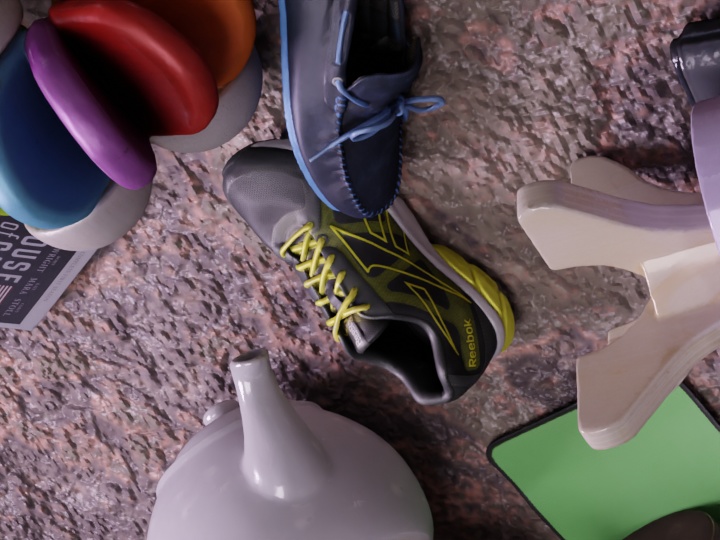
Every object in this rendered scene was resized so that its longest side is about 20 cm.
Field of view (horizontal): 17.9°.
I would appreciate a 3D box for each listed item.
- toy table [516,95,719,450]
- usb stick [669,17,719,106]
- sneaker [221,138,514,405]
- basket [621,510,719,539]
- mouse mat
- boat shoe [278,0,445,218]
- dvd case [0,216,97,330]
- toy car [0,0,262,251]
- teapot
[{"bbox_3d":[0.167,0.000,1.198,0.117,0.184,0.200,-15,128,20],"label":"toy table"},{"bbox_3d":[0.253,-0.113,1.146,0.199,0.033,0.056,-7,122,31],"label":"usb stick"},{"bbox_3d":[0.000,0.000,1.333,0.200,0.085,0.075,35,133,-3],"label":"sneaker"},{"bbox_3d":[0.224,0.257,1.393,0.180,0.136,0.200,-34,104,22],"label":"basket"},{"bbox_3d":[0.190,0.153,1.416,0.161,0.008,0.200,-29,110,41],"label":"mouse mat"},{"bbox_3d":[-0.002,-0.110,1.243,0.068,0.084,0.200,14,135,32],"label":"boat shoe"},{"bbox_3d":[-0.265,-0.018,1.417,0.199,0.025,0.150,8,144,-31],"label":"dvd case"},{"bbox_3d":[-0.142,-0.101,1.237,0.175,0.200,0.150,51,176,-32],"label":"toy car"},{"bbox_3d":[-0.059,0.150,1.449,0.200,0.197,0.146,-40,67,23],"label":"teapot"}]
